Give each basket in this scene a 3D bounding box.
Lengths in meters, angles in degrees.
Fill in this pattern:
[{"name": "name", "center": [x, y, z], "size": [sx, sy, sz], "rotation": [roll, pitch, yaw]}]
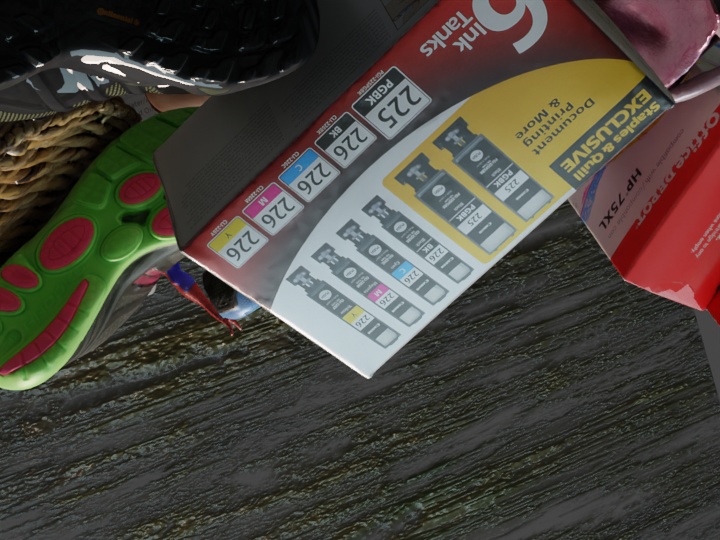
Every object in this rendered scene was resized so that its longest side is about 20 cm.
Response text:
[{"name": "basket", "center": [-0.221, -0.079, 0.834], "size": [0.143, 0.149, 0.200], "rotation": [-50, 172, 17]}]

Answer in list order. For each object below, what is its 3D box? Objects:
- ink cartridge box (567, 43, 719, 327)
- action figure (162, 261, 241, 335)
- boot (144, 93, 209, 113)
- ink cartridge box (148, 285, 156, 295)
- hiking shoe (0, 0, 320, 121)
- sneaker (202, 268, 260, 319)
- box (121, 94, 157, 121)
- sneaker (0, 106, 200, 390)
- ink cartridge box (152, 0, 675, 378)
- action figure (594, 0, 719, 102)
[{"name": "ink cartridge box", "center": [0.184, -0.062, 0.937], "size": [0.067, 0.116, 0.200], "rotation": [19, -154, -29]}, {"name": "action figure", "center": [-0.118, 0.004, 1.027], "size": [0.065, 0.099, 0.200], "rotation": [-53, 178, 23]}, {"name": "boot", "center": [-0.082, -0.119, 0.812], "size": [0.186, 0.064, 0.200], "rotation": [-27, 180, 26]}, {"name": "ink cartridge box", "center": [-0.194, -0.047, 1.053], "size": [0.084, 0.145, 0.200], "rotation": [15, -168, 13]}, {"name": "hiking shoe", "center": [-0.113, -0.102, 0.661], "size": [0.199, 0.076, 0.101], "rotation": [-7, -178, -35]}, {"name": "sneaker", "center": [0.000, 0.000, 0.937], "size": [0.199, 0.090, 0.078], "rotation": [-17, -179, -41]}, {"name": "box", "center": [-0.020, -0.112, 1.008], "size": [0.199, 0.131, 0.199], "rotation": [-16, -178, 28]}, {"name": "sneaker", "center": [-0.132, -0.017, 0.872], "size": [0.200, 0.077, 0.084], "rotation": [-40, -179, -11]}, {"name": "ink cartridge box", "center": [0.036, -0.055, 0.763], "size": [0.200, 0.175, 0.084], "rotation": [-43, -142, 16]}, {"name": "action figure", "center": [0.131, -0.092, 0.890], "size": [0.200, 0.149, 0.134], "rotation": [-52, 151, 11]}]
